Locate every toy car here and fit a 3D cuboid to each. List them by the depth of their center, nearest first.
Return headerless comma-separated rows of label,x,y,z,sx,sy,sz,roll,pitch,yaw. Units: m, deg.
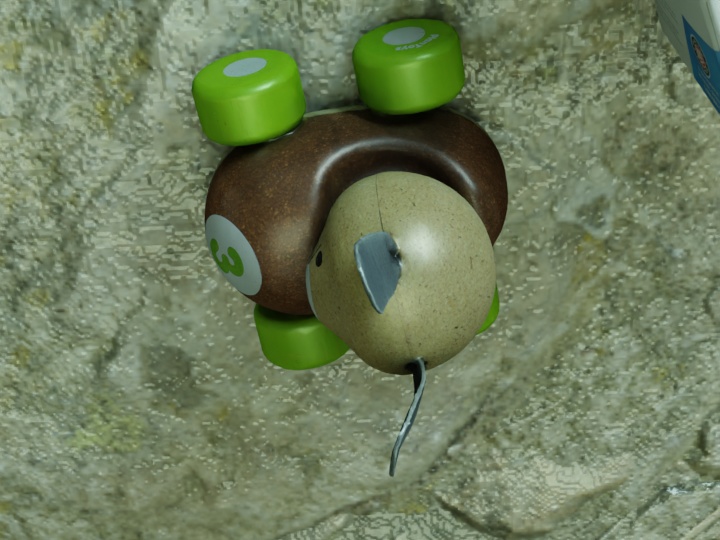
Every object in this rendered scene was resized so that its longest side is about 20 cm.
toy car,0.000,0.000,0.634,0.157,0.200,0.165,-11,120,4

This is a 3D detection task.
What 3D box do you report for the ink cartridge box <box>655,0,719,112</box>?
ink cartridge box,0.154,-0.179,0.562,0.083,0.145,0.201,-20,119,9
